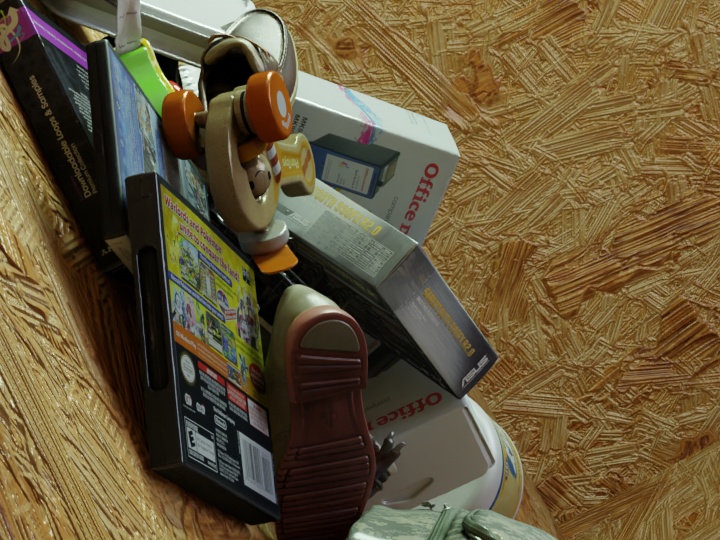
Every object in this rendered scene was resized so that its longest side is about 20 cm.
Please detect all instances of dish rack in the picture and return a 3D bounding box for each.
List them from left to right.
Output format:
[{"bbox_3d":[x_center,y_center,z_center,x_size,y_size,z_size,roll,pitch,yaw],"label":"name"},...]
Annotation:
[{"bbox_3d":[-0.161,-0.220,1.643,0.199,0.044,0.172,18,21,-15],"label":"dish rack"},{"bbox_3d":[-0.070,-0.002,1.528,0.153,0.055,0.200,41,-12,-2],"label":"dish rack"}]

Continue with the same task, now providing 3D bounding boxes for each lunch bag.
[{"bbox_3d":[0.075,0.229,1.327,0.200,0.167,0.140,15,79,-83],"label":"lunch bag"}]

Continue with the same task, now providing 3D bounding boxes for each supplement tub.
[{"bbox_3d":[0.072,0.189,1.841,0.145,0.144,0.200,63,5,17],"label":"supplement tub"}]

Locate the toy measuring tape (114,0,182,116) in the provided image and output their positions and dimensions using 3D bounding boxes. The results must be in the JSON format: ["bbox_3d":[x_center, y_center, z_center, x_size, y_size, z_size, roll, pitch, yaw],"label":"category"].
[{"bbox_3d":[-0.156,-0.140,1.463,0.200,0.073,0.074,101,-26,-44],"label":"toy measuring tape"}]

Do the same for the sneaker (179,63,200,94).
[{"bbox_3d":[-0.158,-0.149,1.851,0.071,0.073,0.200,51,-1,-15],"label":"sneaker"}]

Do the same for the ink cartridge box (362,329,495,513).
[{"bbox_3d":[0.006,0.098,1.635,0.200,0.145,0.084,-113,177,-47],"label":"ink cartridge box"}]

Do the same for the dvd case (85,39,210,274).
[{"bbox_3d":[-0.132,-0.041,1.306,0.200,0.017,0.143,59,19,-61],"label":"dvd case"}]

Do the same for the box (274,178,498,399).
[{"bbox_3d":[0.000,0.000,1.551,0.200,0.048,0.158,33,-14,44],"label":"box"}]

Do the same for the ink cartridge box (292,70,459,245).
[{"bbox_3d":[-0.035,-0.080,1.709,0.199,0.146,0.088,18,20,-16],"label":"ink cartridge box"}]

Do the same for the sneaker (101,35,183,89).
[{"bbox_3d":[-0.174,-0.121,1.624,0.200,0.071,0.083,-111,-165,-49],"label":"sneaker"}]

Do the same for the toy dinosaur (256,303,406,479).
[{"bbox_3d":[-0.055,0.105,1.413,0.181,0.105,0.200,33,34,-35],"label":"toy dinosaur"}]

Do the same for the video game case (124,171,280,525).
[{"bbox_3d":[-0.097,0.055,1.258,0.200,0.025,0.181,49,32,-68],"label":"video game case"}]

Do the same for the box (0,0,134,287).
[{"bbox_3d":[-0.183,-0.080,1.370,0.200,0.036,0.143,62,6,13],"label":"box"}]

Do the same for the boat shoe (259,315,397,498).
[{"bbox_3d":[-0.056,0.099,1.528,0.200,0.057,0.067,46,-10,17],"label":"boat shoe"}]

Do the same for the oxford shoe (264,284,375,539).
[{"bbox_3d":[-0.032,0.104,1.366,0.075,0.070,0.201,-130,-138,-57],"label":"oxford shoe"}]

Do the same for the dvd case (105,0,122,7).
[{"bbox_3d":[-0.239,-0.265,1.523,0.148,0.016,0.200,32,14,-14],"label":"dvd case"}]

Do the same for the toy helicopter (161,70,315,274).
[{"bbox_3d":[-0.064,-0.064,1.400,0.200,0.079,0.133,-10,90,-75],"label":"toy helicopter"}]

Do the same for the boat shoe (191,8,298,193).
[{"bbox_3d":[-0.088,-0.144,1.508,0.200,0.072,0.072,-71,172,-46],"label":"boat shoe"}]
